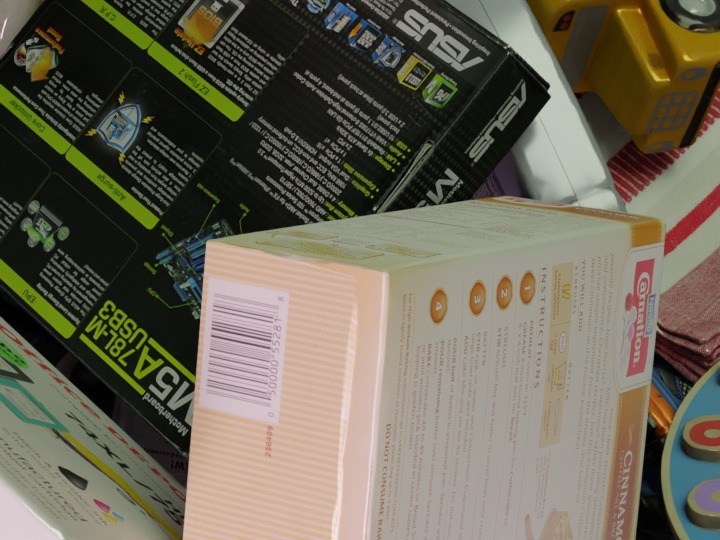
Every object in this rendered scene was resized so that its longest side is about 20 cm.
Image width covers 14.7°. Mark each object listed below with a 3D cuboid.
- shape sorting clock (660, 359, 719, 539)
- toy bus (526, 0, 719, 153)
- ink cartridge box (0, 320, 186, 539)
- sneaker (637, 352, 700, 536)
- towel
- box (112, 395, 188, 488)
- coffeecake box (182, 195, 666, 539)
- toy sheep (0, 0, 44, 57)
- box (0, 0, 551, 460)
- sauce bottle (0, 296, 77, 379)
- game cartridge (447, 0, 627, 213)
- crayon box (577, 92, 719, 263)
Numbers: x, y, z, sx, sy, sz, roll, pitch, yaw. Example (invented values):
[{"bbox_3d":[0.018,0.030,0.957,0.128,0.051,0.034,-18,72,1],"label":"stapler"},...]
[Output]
[{"bbox_3d":[0.219,0.075,1.109,0.199,0.039,0.200,-4,40,3],"label":"shape sorting clock"},{"bbox_3d":[0.092,-0.143,1.244,0.078,0.065,0.200,-6,53,-22],"label":"toy bus"},{"bbox_3d":[-0.159,0.101,0.946,0.147,0.200,0.146,41,94,15],"label":"ink cartridge box"},{"bbox_3d":[0.172,0.103,1.175,0.078,0.075,0.200,-22,64,-35],"label":"sneaker"},{"bbox_3d":[0.114,-0.054,1.235,0.200,0.023,0.144,40,52,13],"label":"towel"},{"bbox_3d":[-0.023,0.051,1.170,0.155,0.041,0.200,11,50,-10],"label":"box"},{"bbox_3d":[0.025,0.060,0.969,0.073,0.154,0.200,10,10,31],"label":"coffeecake box"},{"bbox_3d":[-0.153,-0.120,1.200,0.199,0.138,0.138,11,51,-10],"label":"toy sheep"},{"bbox_3d":[-0.057,-0.049,1.078,0.200,0.047,0.193,38,92,35],"label":"box"},{"bbox_3d":[-0.207,-0.003,1.137,0.200,0.065,0.065,32,50,5],"label":"sauce bottle"},{"bbox_3d":[0.057,-0.054,1.127,0.041,0.133,0.200,-21,71,-14],"label":"game cartridge"},{"bbox_3d":[0.082,-0.076,1.293,0.200,0.058,0.119,35,51,10],"label":"crayon box"}]
